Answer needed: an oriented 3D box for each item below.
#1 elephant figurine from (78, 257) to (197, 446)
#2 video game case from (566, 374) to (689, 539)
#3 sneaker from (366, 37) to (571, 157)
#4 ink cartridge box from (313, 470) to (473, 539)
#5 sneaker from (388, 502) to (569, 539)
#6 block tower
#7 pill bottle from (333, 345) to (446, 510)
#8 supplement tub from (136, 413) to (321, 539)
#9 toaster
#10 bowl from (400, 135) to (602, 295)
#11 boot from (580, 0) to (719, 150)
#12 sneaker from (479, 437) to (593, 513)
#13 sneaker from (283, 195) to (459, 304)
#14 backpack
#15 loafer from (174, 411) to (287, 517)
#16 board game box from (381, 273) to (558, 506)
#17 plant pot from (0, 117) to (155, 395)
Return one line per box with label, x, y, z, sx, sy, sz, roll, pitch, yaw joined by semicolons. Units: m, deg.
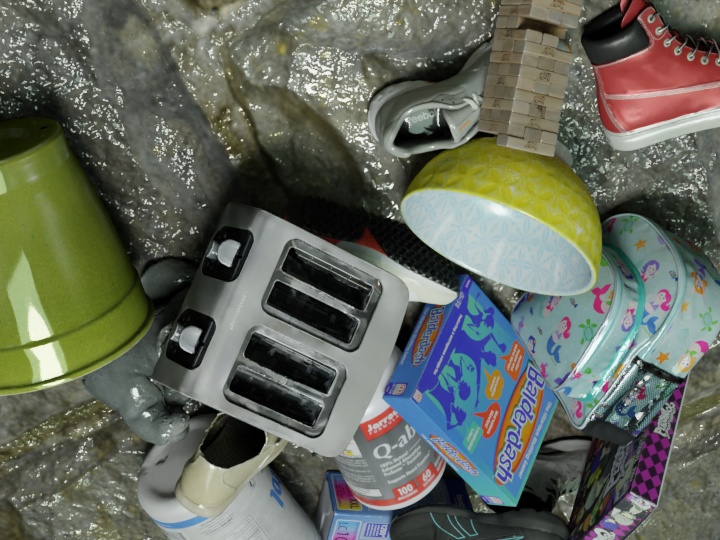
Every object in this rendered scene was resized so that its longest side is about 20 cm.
elephant figurine;-0.170;0.059;1.342;0.141;0.155;0.200;44;101;13
video game case;0.277;0.200;1.433;0.035;0.201;0.182;26;141;-1
sneaker;0.104;-0.151;1.245;0.198;0.092;0.076;-25;116;6
ink cartridge box;0.047;0.307;1.570;0.197;0.077;0.138;4;124;-15
sneaker;0.119;0.293;1.445;0.197;0.080;0.076;-3;151;24
block tower;0.152;-0.206;1.190;0.053;0.058;0.203;7;95;-27
pill bottle;0.009;0.143;1.422;0.114;0.116;0.201;-21;126;5
supplement tub;-0.138;0.263;1.470;0.131;0.133;0.201;-27;126;9
toaster;-0.066;0.060;1.241;0.198;0.118;0.183;27;85;-19
bowl;0.145;-0.070;1.291;0.199;0.199;0.109;33;71;-28
boot;0.308;-0.206;1.264;0.197;0.073;0.146;-18;124;7
sneaker;0.215;0.249;1.533;0.197;0.116;0.076;7;124;-15
sneaker;0.000;0.000;1.356;0.197;0.071;0.094;20;126;-19
backpack;0.257;0.046;1.364;0.150;0.178;0.200;29;112;-32
loafer;-0.112;0.161;1.368;0.075;0.201;0.069;31;134;2
board game box;0.122;0.125;1.415;0.045;0.153;0.200;-3;141;45
plant pot;-0.302;-0.024;1.218;0.197;0.201;0.196;-12;115;-1
